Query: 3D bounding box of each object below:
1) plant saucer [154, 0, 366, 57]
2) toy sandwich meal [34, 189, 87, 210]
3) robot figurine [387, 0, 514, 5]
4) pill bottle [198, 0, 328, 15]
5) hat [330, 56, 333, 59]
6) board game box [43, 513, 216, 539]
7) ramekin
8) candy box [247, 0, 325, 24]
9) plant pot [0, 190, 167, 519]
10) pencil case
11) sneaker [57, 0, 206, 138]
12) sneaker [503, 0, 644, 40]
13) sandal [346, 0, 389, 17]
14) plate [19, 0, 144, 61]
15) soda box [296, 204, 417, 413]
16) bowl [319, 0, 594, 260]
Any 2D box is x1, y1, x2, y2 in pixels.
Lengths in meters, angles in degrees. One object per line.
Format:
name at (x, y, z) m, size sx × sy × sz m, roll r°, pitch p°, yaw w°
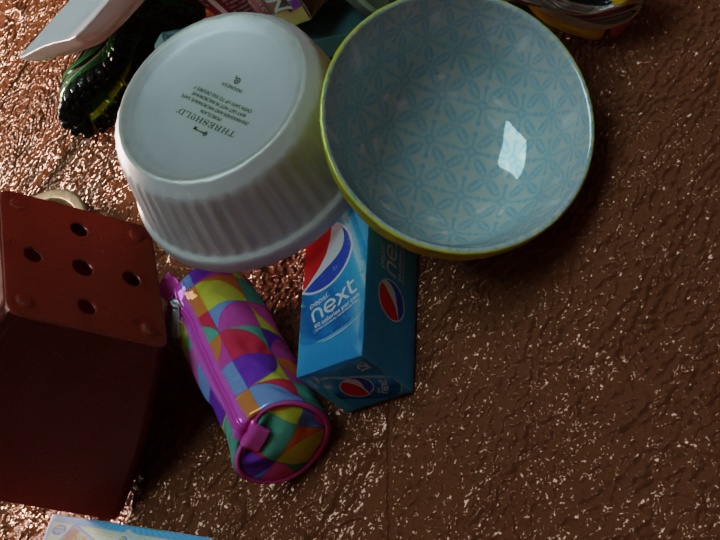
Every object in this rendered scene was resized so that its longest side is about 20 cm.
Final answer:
plant saucer at (-0.078, -0.202, 1.351) m, size 0.198 × 0.019 × 0.070 m, roll -13°, pitch 42°, yaw -9°
toy sandwich meal at (-0.338, -0.003, 1.508) m, size 0.204 × 0.070 × 0.207 m, roll -24°, pitch 49°, yaw 30°
robot figurine at (0.080, -0.281, 1.265) m, size 0.149 × 0.125 × 0.202 m, roll -1°, pitch 62°, yaw 43°
pill bottle at (-0.123, -0.298, 1.411) m, size 0.112 × 0.200 × 0.114 m, roll -23°, pitch 49°, yaw 29°
hat at (-0.101, -0.122, 1.345) m, size 0.198 × 0.081 × 0.202 m, roll -4°, pitch 45°, yaw 4°
board game box at (-0.193, 0.268, 1.214) m, size 0.199 × 0.034 × 0.136 m, roll -1°, pitch 63°, yaw 43°
ramekin at (-0.096, -0.107, 1.193) m, size 0.200 × 0.094 × 0.204 m, roll -11°, pitch 56°, yaw 16°
candy box at (-0.052, -0.312, 1.367) m, size 0.056 × 0.117 × 0.201 m, roll -11°, pitch 34°, yaw 36°
plant pot at (-0.256, 0.055, 1.256) m, size 0.177 × 0.198 × 0.201 m, roll -52°, pitch 36°, yaw 34°
pencil case at (-0.094, 0.077, 1.217) m, size 0.088 × 0.088 × 0.200 m, roll -46°, pitch 42°, yaw 8°
sneaker at (-0.237, -0.230, 1.564) m, size 0.200 × 0.078 × 0.086 m, roll -39°, pitch 42°, yaw 17°
sneaker at (0.119, -0.231, 1.137) m, size 0.082 × 0.198 × 0.079 m, roll 137°, pitch 144°, yaw -78°
sandal at (0.026, -0.305, 1.355) m, size 0.057 × 0.079 × 0.203 m, roll -29°, pitch 39°, yaw 54°
plate at (-0.237, -0.280, 1.535) m, size 0.201 × 0.032 × 0.199 m, roll -52°, pitch 22°, yaw -18°
soda box at (0.000, 0.000, 1.191) m, size 0.064 × 0.068 × 0.202 m, roll -21°, pitch 51°, yaw 31°
bowl at (0.064, -0.093, 1.148) m, size 0.108 × 0.198 × 0.202 m, roll 113°, pitch 179°, yaw -74°
